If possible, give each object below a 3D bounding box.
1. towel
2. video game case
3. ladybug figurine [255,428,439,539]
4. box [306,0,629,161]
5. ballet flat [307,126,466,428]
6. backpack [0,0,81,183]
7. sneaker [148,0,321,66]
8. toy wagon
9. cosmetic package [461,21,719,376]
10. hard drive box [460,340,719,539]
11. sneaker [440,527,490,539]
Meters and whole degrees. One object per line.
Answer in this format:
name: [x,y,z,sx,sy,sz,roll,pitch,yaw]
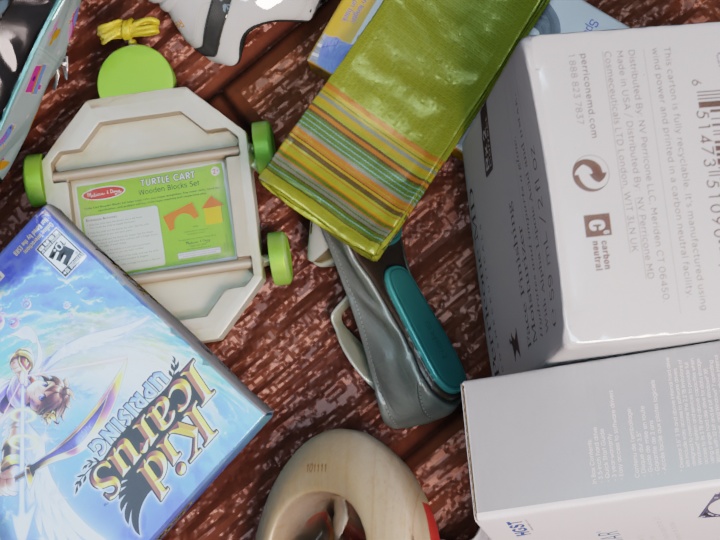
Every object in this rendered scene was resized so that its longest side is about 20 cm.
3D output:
towel: [0.028,-0.109,1.252,0.086,0.018,0.201,33,78,4]
video game case: [-0.183,0.096,1.249,0.181,0.045,0.200,42,90,3]
ladybug figurine: [-0.002,0.195,1.240,0.135,0.072,0.202,-5,77,42]
box: [0.081,-0.125,1.293,0.199,0.041,0.120,30,87,7]
ballet flat: [0.000,0.000,1.278,0.063,0.067,0.201,-26,81,31]
backpack: [-0.253,-0.157,1.255,0.175,0.153,0.201,27,97,3]
sneaker: [-0.033,-0.201,1.298,0.199,0.074,0.080,-35,99,4]
toy wagon: [-0.126,-0.054,1.298,0.154,0.040,0.202,-8,84,2]
cosmetic package: [0.158,-0.027,1.156,0.164,0.200,0.166,-5,78,-8]
hard drive box: [0.166,0.099,1.118,0.198,0.156,0.077,-10,69,12]
sneaker: [0.121,0.137,1.255,0.200,0.070,0.080,-40,73,-3]
